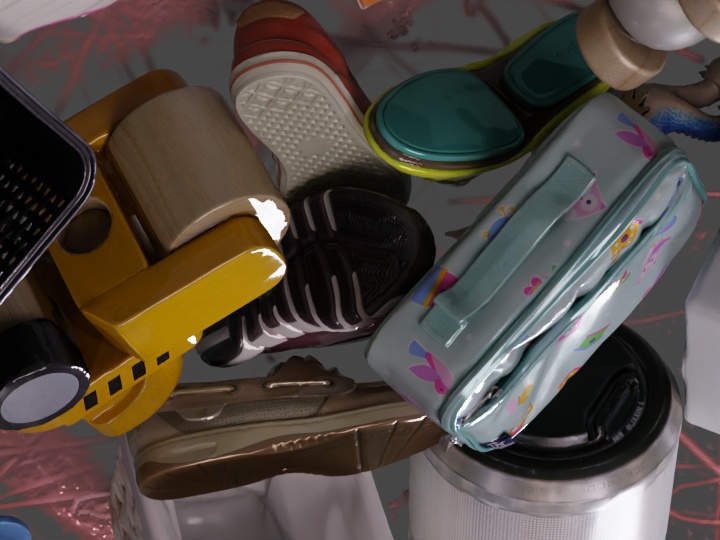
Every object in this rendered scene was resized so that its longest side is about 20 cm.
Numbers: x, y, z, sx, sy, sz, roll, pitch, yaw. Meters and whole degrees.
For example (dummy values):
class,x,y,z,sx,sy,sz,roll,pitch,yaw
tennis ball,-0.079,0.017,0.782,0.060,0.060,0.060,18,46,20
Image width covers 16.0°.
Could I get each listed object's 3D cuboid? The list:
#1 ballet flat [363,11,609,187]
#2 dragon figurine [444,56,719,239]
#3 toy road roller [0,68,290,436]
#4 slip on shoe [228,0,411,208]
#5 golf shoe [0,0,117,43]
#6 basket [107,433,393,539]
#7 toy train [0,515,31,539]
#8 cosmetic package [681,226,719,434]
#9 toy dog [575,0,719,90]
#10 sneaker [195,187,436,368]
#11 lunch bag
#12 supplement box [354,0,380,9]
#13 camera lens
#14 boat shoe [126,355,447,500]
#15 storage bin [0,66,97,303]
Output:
class,x,y,z,sx,sy,sz,roll,pitch,yaw
ballet flat,0.067,-0.080,1.372,0.200,0.067,0.067,-29,161,-42
dragon figurine,0.149,-0.060,1.473,0.200,0.059,0.099,-45,135,14
toy road roller,-0.127,0.005,1.347,0.200,0.123,0.146,-32,152,4
slip on shoe,-0.020,-0.078,1.363,0.074,0.061,0.200,-12,152,13
golf shoe,-0.115,-0.173,1.225,0.200,0.075,0.092,-23,152,-5
basket,-0.060,0.181,1.475,0.136,0.200,0.123,-9,154,-21
toy train,-0.253,0.175,1.368,0.114,0.087,0.200,-40,137,21
cosmetic package,0.304,0.022,1.461,0.165,0.200,0.165,-62,163,-22
toy dog,0.166,-0.177,1.323,0.132,0.200,0.096,-32,104,21
sneaker,0.000,0.000,1.409,0.116,0.076,0.200,-5,171,-40
lunch bag,0.094,0.007,1.343,0.200,0.077,0.160,-50,166,0
supplement box,0.071,-0.210,1.284,0.200,0.067,0.069,-27,138,-3
camera lens,0.109,0.132,1.558,0.160,0.160,0.200,-15,136,-16
boat shoe,-0.033,0.077,1.429,0.200,0.065,0.072,-10,155,-15
storage bin,-0.243,-0.025,1.226,0.200,0.094,0.135,-51,135,-4
